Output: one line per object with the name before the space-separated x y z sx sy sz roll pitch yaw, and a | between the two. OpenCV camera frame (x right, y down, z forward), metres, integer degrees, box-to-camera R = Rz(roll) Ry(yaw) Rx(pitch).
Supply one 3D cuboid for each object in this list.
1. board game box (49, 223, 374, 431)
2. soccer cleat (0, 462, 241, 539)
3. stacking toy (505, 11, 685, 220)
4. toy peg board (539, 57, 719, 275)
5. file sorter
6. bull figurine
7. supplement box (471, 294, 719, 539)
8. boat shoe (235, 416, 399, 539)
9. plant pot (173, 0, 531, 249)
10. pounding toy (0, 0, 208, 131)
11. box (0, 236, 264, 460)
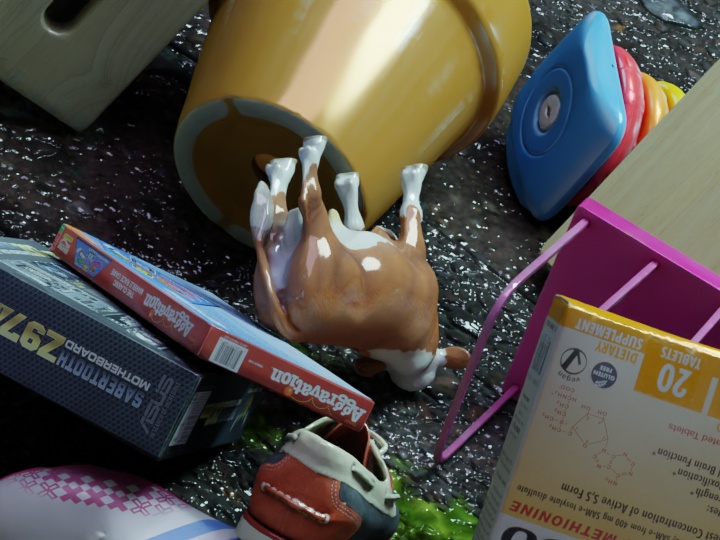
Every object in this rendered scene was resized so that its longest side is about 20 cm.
board game box | -0.079 0.027 1.356 0.103 0.020 0.200 28 1 -31
soccer cleat | -0.093 0.151 1.284 0.199 0.070 0.087 17 25 -9
stacking toy | 0.204 -0.076 1.743 0.199 0.110 0.117 16 46 -26
toy peg board | 0.250 -0.010 1.614 0.098 0.200 0.199 44 0 -44
file sorter | 0.158 0.087 1.447 0.199 0.140 0.125 32 37 16
bull figurine | 0.000 0.000 1.465 0.065 0.122 0.200 -11 -11 23
supplement box | 0.126 0.127 1.319 0.125 0.201 0.074 18 2 -3
boat shoe | -0.013 0.105 1.341 0.071 0.063 0.200 25 6 10
plant pot | -0.019 -0.112 1.599 0.199 0.201 0.184 24 49 5
pounding toy | -0.191 -0.191 1.620 0.142 0.200 0.185 34 25 -28
box | -0.138 0.036 1.358 0.157 0.051 0.200 28 2 7
